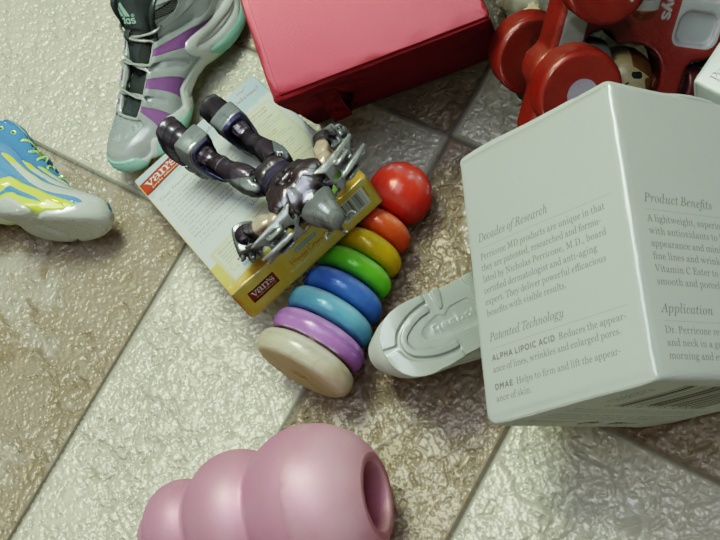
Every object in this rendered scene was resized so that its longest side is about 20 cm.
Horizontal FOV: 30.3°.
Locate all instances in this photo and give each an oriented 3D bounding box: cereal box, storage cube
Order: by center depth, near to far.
[{"bbox_3d":[0.003,-0.237,1.086,0.179,0.171,0.201,-20,87,10],"label":"storage cube"},{"bbox_3d":[-0.090,-0.067,1.114,0.144,0.040,0.200,-42,45,-3],"label":"cereal box"}]

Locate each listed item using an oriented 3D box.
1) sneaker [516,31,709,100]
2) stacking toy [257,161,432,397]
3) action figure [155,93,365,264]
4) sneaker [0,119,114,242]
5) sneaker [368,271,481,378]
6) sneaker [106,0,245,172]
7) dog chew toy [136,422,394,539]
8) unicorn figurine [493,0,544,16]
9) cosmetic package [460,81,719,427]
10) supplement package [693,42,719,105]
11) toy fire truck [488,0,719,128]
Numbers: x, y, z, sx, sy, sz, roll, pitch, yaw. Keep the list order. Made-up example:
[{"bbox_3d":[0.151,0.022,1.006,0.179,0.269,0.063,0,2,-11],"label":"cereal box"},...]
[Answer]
[{"bbox_3d":[0.221,-0.184,1.070,0.115,0.075,0.200,38,123,-6],"label":"sneaker"},{"bbox_3d":[0.000,0.000,1.082,0.085,0.085,0.200,24,72,22],"label":"stacking toy"},{"bbox_3d":[-0.070,-0.075,1.035,0.130,0.069,0.200,-42,49,-14],"label":"action figure"},{"bbox_3d":[-0.304,-0.088,1.194,0.199,0.076,0.106,7,72,19],"label":"sneaker"},{"bbox_3d":[0.100,0.032,1.040,0.199,0.081,0.077,-15,78,-12],"label":"sneaker"},{"bbox_3d":[-0.195,-0.198,1.163,0.077,0.140,0.201,14,70,37],"label":"sneaker"},{"bbox_3d":[-0.078,0.187,1.008,0.199,0.125,0.125,-14,67,18],"label":"dog chew toy"},{"bbox_3d":[0.127,-0.288,1.132,0.073,0.137,0.201,0,88,19],"label":"unicorn figurine"},{"bbox_3d":[0.190,-0.002,0.931,0.165,0.164,0.201,-25,65,52],"label":"cosmetic package"},{"bbox_3d":[0.367,-0.119,0.995,0.200,0.117,0.117,31,83,24],"label":"supplement package"},{"bbox_3d":[0.198,-0.181,0.990,0.167,0.201,0.112,3,25,-18],"label":"toy fire truck"}]
